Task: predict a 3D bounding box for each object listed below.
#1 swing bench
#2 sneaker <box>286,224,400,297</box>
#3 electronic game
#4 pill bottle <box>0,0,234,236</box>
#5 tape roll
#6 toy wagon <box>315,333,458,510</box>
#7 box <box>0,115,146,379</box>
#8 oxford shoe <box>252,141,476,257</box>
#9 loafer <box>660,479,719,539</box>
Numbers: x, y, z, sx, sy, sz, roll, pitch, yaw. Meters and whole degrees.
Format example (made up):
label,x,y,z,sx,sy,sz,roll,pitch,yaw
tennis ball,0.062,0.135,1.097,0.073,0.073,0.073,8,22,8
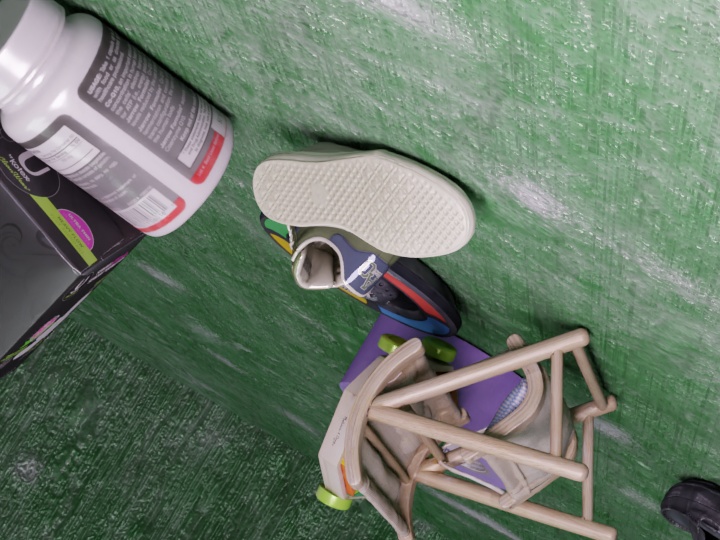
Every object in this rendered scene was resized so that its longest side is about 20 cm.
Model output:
label,x,y,z,sx,sy,sz,roll,pitch,yaw
swing bench,0.102,0.140,1.784,0.198,0.131,0.199,-2,159,13
sneaker,-0.034,-0.031,1.689,0.067,0.090,0.200,36,169,-33
electronic game,0.000,0.000,1.872,0.199,0.042,0.200,31,169,6
pill bottle,-0.205,-0.125,1.673,0.199,0.114,0.114,37,168,-26
tape roll,0.084,0.126,2.100,0.199,0.085,0.200,29,169,6
toy wagon,0.039,0.134,1.902,0.039,0.156,0.199,30,-166,32
box,-0.298,-0.009,1.736,0.149,0.200,0.124,48,-153,1
oxford shoe,0.008,-0.056,1.567,0.199,0.076,0.057,11,-160,41
loafer,0.326,0.236,1.961,0.068,0.071,0.200,35,169,-19
